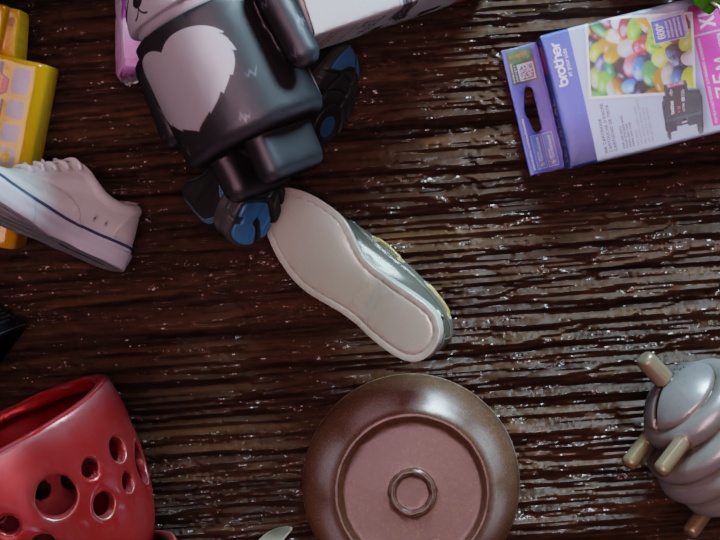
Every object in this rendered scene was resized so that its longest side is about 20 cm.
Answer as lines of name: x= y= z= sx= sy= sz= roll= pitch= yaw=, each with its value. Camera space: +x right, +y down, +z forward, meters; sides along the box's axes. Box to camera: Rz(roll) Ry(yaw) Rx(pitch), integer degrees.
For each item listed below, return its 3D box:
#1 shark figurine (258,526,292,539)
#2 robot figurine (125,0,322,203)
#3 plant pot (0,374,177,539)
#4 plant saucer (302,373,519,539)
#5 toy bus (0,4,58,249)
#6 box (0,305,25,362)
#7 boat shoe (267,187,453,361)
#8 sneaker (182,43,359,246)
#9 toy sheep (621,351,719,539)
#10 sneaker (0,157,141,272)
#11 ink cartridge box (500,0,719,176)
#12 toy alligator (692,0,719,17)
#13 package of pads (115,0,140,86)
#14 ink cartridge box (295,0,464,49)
shark figurine: x=-0.062 y=0.317 z=1.216 sx=0.128 sy=0.213 sz=0.090 roll=-39 pitch=135 yaw=-25
robot figurine: x=-0.107 y=-0.159 z=1.095 sx=0.149 sy=0.125 sz=0.202 roll=-25 pitch=90 yaw=2
plant pot: x=-0.264 y=0.211 z=1.161 sx=0.198 sy=0.200 sz=0.184 roll=-22 pitch=99 yaw=2
plant saucer: x=0.046 y=0.195 z=1.239 sx=0.197 sy=0.037 sz=0.203 roll=0 pitch=94 yaw=-1
toy bus: x=-0.314 y=-0.126 z=1.203 sx=0.077 sy=0.065 sz=0.203 roll=12 pitch=94 yaw=-1
box: x=-0.433 y=0.071 z=1.190 sx=0.196 sy=0.124 sz=0.201 roll=37 pitch=93 yaw=0
boat shoe: x=-0.002 y=0.002 z=1.210 sx=0.201 sy=0.060 sz=0.072 roll=42 pitch=108 yaw=16
sneaker: x=-0.077 y=-0.121 z=1.198 sx=0.081 sy=0.073 sz=0.201 roll=29 pitch=77 yaw=32
toy sheep: x=0.302 y=0.146 z=1.188 sx=0.138 sy=0.138 sz=0.200 roll=-41 pitch=109 yaw=3
sneaker: x=-0.264 y=-0.064 z=1.166 sx=0.072 sy=0.200 sz=0.072 roll=7 pitch=75 yaw=36
ink cartridge box: x=0.232 y=-0.162 z=1.214 sx=0.197 sy=0.042 sz=0.121 roll=-13 pitch=93 yaw=3
toy alligator: x=0.283 y=-0.259 z=1.182 sx=0.201 sy=0.054 sz=0.059 roll=56 pitch=132 yaw=20
package of pads: x=-0.151 y=-0.260 z=1.189 sx=0.119 sy=0.076 sz=0.203 roll=0 pitch=94 yaw=-3
ink cartridge box: x=0.023 y=-0.248 z=1.136 sx=0.198 sy=0.145 sz=0.084 roll=-21 pitch=95 yaw=-11
